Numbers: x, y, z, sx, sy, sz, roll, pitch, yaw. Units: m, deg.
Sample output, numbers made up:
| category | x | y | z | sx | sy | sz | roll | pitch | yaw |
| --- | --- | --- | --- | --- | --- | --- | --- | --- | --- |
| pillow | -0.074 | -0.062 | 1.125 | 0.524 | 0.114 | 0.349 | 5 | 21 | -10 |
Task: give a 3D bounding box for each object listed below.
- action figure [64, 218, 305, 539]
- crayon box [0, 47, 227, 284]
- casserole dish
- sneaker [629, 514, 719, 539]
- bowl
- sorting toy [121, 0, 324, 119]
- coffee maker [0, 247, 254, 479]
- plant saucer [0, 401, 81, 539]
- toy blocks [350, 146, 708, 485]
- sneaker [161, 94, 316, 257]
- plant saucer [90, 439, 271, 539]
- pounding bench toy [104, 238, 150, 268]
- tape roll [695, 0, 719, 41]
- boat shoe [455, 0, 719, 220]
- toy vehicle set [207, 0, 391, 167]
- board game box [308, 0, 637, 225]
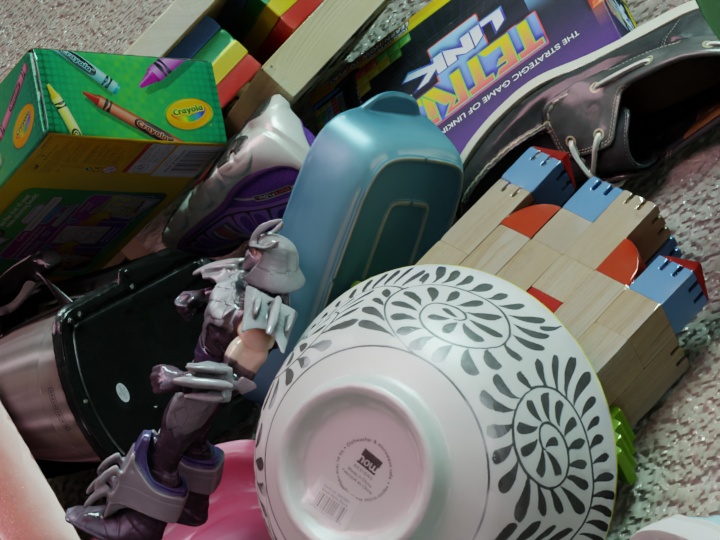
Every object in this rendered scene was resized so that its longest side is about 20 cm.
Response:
| category | x | y | z | sx | sy | sz | roll | pitch | yaw |
| --- | --- | --- | --- | --- | --- | --- | --- | --- | --- |
| action figure | -0.082 | 0.056 | 1.488 | 0.200 | 0.069 | 0.130 | -63 | -1 | 24 |
| crayon box | -0.179 | -0.057 | 1.673 | 0.200 | 0.119 | 0.058 | -40 | 56 | 49 |
| casserole dish | 0.000 | 0.000 | 1.566 | 0.039 | 0.121 | 0.200 | 30 | 106 | 35 |
| sneaker | 0.207 | 0.139 | 1.281 | 0.082 | 0.074 | 0.200 | -27 | 18 | -29 |
| bowl | 0.017 | 0.096 | 1.396 | 0.201 | 0.094 | 0.201 | 0 | 89 | 28 |
| sorting toy | -0.090 | -0.141 | 1.810 | 0.199 | 0.070 | 0.200 | -48 | 1 | -19 |
| coffee maker | -0.161 | 0.066 | 1.695 | 0.200 | 0.192 | 0.135 | -13 | 79 | 47 |
| plant saucer | -0.257 | 0.154 | 1.637 | 0.200 | 0.037 | 0.200 | 56 | 130 | 28 |
| toy blocks | 0.111 | 0.012 | 1.494 | 0.137 | 0.100 | 0.200 | -45 | 43 | -15 |
| sneaker | -0.061 | -0.035 | 1.690 | 0.081 | 0.083 | 0.200 | -52 | 6 | -18 |
| plant saucer | -0.088 | 0.188 | 1.550 | 0.200 | 0.051 | 0.201 | -28 | 38 | 24 |
| pounding bench toy | -0.275 | -0.033 | 1.854 | 0.156 | 0.200 | 0.124 | -47 | 33 | -4 |
| tape roll | 0.259 | -0.185 | 1.432 | 0.200 | 0.200 | 0.048 | -36 | 34 | 14 |
| boat shoe | 0.134 | -0.078 | 1.571 | 0.200 | 0.072 | 0.068 | -32 | 31 | 17 |
| toy vehicle set | -0.033 | -0.129 | 1.745 | 0.124 | 0.027 | 0.200 | -48 | 1 | -19 |
| board game box | 0.072 | -0.105 | 1.683 | 0.200 | 0.057 | 0.165 | -37 | 33 | 14 |
